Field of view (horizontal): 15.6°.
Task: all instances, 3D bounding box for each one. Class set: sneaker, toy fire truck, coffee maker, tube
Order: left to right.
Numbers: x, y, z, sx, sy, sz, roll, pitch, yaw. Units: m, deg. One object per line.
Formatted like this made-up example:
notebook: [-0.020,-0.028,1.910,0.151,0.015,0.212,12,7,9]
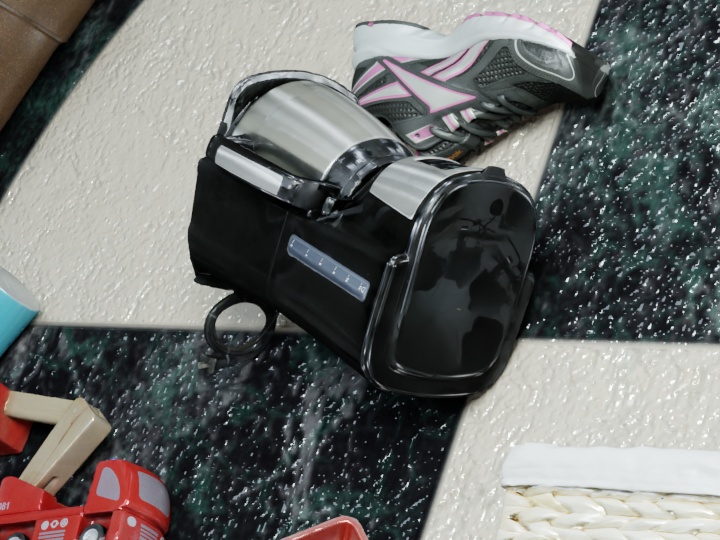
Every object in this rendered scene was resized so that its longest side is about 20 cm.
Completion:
tube: [-0.302,0.085,1.814,0.200,0.050,0.078,-50,34,9]
toy fire truck: [-0.198,0.132,1.681,0.199,0.049,0.142,-11,55,36]
coffee maker: [0.000,0.000,1.557,0.134,0.193,0.200,-19,34,-30]
sneaker: [0.069,-0.103,1.613,0.199,0.080,0.087,1,74,50]

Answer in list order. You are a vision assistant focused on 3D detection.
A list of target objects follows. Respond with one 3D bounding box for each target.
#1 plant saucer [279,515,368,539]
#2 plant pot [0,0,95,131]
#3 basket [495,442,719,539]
plant saucer: [-0.055,0.252,1.405,0.199,0.037,0.200,-20,57,-12]
plant pot: [-0.315,-0.166,1.904,0.200,0.200,0.199,28,89,48]
basket: [0.179,0.187,1.210,0.199,0.198,0.162,-3,64,39]
